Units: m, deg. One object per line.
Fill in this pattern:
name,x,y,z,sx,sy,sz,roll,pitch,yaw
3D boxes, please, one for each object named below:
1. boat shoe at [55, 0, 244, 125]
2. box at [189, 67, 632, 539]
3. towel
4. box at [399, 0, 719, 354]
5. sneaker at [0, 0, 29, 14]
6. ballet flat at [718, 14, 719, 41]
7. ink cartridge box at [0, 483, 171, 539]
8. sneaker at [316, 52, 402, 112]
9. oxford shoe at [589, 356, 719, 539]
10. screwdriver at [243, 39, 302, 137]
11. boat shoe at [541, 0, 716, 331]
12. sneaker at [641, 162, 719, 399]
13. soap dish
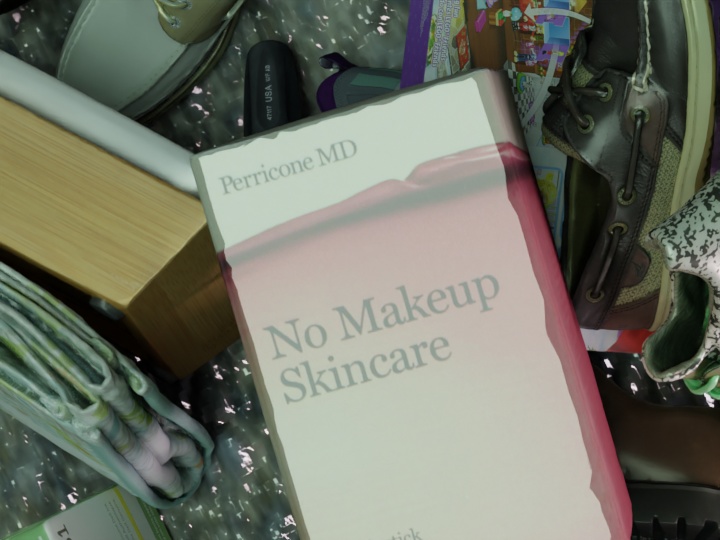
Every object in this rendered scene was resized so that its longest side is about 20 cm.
boat shoe,-0.082,-0.146,1.152,0.075,0.068,0.200,43,108,10
box,0.024,0.029,1.002,0.128,0.109,0.200,-17,92,8
towel,-0.157,0.038,1.140,0.171,0.200,0.048,33,79,14
box,0.085,-0.065,1.086,0.137,0.039,0.200,5,99,-15
sneaker,-0.129,-0.207,1.158,0.200,0.073,0.085,-34,88,21
ballet flat,0.180,-0.061,1.011,0.067,0.200,0.046,5,66,10
ink cartridge box,-0.132,0.188,1.140,0.048,0.200,0.146,-27,87,22
sneaker,0.000,0.000,1.155,0.087,0.074,0.200,21,102,40
oxford shoe,0.074,0.079,1.104,0.200,0.073,0.085,6,66,1
screwdriver,-0.034,-0.022,1.121,0.028,0.029,0.200,125,144,-51
boat shoe,0.109,-0.061,1.024,0.065,0.073,0.200,-10,114,-10
sneaker,0.153,0.025,1.018,0.089,0.200,0.077,-27,45,-11
soap dish,-0.146,-0.032,1.141,0.200,0.157,0.081,27,78,14
